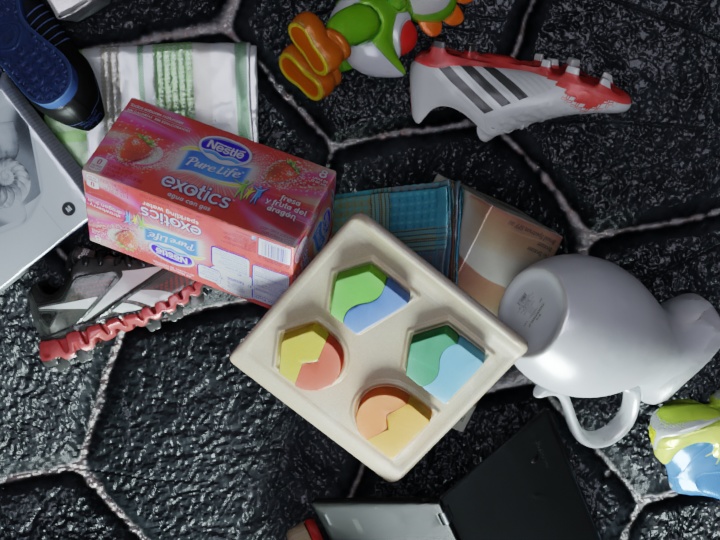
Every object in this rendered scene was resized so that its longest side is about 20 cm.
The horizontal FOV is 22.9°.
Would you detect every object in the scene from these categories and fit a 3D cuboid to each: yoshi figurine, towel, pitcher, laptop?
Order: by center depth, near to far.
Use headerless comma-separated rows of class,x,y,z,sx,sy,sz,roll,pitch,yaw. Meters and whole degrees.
yoshi figurine,0.011,-0.245,1.557,0.200,0.112,0.112,-37,129,-23
pitcher,0.203,0.076,1.561,0.200,0.121,0.172,16,110,-41
towel,0.000,0.000,1.563,0.200,0.022,0.147,-5,76,35
laptop,0.092,0.232,1.618,0.199,0.116,0.188,-4,129,27
towel,-0.190,-0.132,1.624,0.199,0.031,0.150,-1,95,5

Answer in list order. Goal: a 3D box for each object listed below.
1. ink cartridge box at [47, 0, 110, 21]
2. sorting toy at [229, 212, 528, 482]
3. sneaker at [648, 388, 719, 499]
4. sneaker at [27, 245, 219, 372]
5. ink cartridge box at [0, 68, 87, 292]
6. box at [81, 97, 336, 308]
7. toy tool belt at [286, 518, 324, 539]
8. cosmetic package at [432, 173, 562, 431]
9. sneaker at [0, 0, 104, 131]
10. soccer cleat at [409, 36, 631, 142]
ink cartridge box,-0.293,-0.312,1.529,0.043,0.174,0.200,-28,95,5
sorting toy,0.012,0.072,1.489,0.185,0.037,0.200,38,119,-9
sneaker,0.365,0.155,1.622,0.199,0.076,0.105,-9,115,3
sneaker,-0.215,0.012,1.615,0.200,0.071,0.098,-24,97,6
ink cartridge box,-0.365,-0.077,1.613,0.199,0.041,0.200,-38,93,14
box,-0.129,-0.055,1.532,0.199,0.103,0.095,20,54,12
toy tool belt,-0.056,0.342,1.624,0.123,0.125,0.200,-25,95,-4
cosmetic package,0.081,0.030,1.581,0.103,0.087,0.200,19,101,-40
sneaker,-0.296,-0.200,1.584,0.070,0.078,0.200,-38,61,4
soccer cleat,0.141,-0.153,1.591,0.199,0.069,0.085,11,106,4
